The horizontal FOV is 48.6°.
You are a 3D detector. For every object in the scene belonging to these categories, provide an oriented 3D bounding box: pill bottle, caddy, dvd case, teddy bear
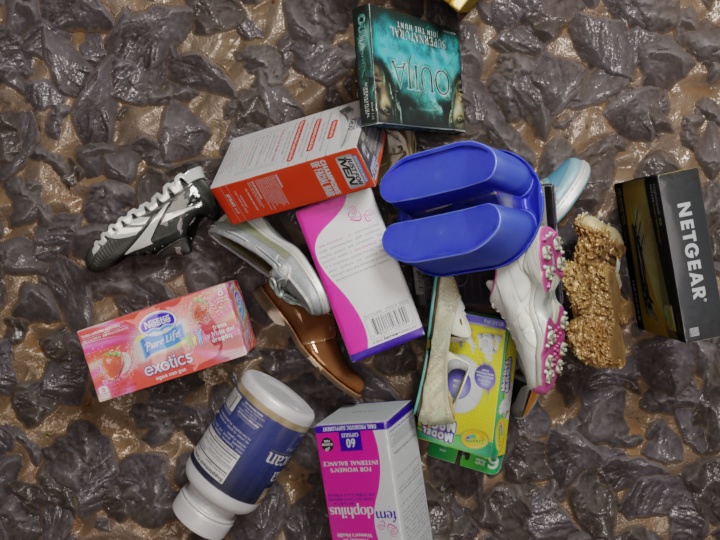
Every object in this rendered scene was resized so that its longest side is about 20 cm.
[{"bbox_3d":[-0.155,0.240,1.031,0.110,0.111,0.201,34,92,-1],"label":"pill bottle"},{"bbox_3d":[0.116,-0.070,0.940,0.198,0.104,0.143,-9,78,36],"label":"caddy"},{"bbox_3d":[0.151,-0.029,1.006,0.198,0.016,0.151,-1,105,28],"label":"dvd case"},{"bbox_3d":[0.299,0.026,1.028,0.066,0.144,0.203,-6,89,39],"label":"teddy bear"}]

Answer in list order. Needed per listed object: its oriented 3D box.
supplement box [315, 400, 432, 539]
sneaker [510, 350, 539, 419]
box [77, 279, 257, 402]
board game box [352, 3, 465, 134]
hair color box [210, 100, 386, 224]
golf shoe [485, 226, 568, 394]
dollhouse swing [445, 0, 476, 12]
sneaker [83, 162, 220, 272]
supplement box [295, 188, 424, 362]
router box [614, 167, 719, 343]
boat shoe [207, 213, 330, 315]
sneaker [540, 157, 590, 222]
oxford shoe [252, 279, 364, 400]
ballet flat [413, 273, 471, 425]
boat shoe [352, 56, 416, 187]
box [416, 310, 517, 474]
[{"bbox_3d":[0.020,0.280,1.019,0.100,0.103,0.203,-8,94,23],"label":"supplement box"},{"bbox_3d":[0.213,0.094,1.052,0.076,0.078,0.203,7,89,13],"label":"sneaker"},{"bbox_3d":[-0.244,0.087,1.031,0.198,0.103,0.096,-18,92,2],"label":"box"},{"bbox_3d":[0.065,-0.241,0.984,0.028,0.199,0.137,-3,94,38],"label":"board game box"},{"bbox_3d":[-0.074,-0.134,0.982,0.198,0.112,0.064,-13,128,22],"label":"hair color box"},{"bbox_3d":[0.199,0.047,0.961,0.091,0.075,0.203,2,99,35],"label":"golf shoe"},{"bbox_3d":[0.109,-0.454,0.985,0.200,0.182,0.176,40,112,-1],"label":"dollhouse swing"},{"bbox_3d":[-0.266,-0.047,1.042,0.199,0.066,0.091,-37,90,-1],"label":"sneaker"},{"bbox_3d":[0.000,0.000,1.027,0.100,0.103,0.202,-20,93,2],"label":"supplement box"},{"bbox_3d":[0.383,-0.020,1.001,0.052,0.157,0.203,-11,92,0],"label":"router box"},{"bbox_3d":[-0.113,-0.008,1.010,0.065,0.075,0.202,-39,66,-15],"label":"boat shoe"},{"bbox_3d":[0.195,-0.097,1.036,0.130,0.080,0.200,43,91,-3],"label":"sneaker"},{"bbox_3d":[-0.053,0.082,1.048,0.071,0.071,0.201,-39,90,-2],"label":"oxford shoe"},{"bbox_3d":[0.110,0.095,1.003,0.061,0.067,0.203,9,97,8],"label":"ballet flat"},{"bbox_3d":[0.033,-0.203,1.037,0.073,0.066,0.203,-4,96,8],"label":"boat shoe"},{"bbox_3d":[0.136,0.156,1.035,0.116,0.048,0.203,7,94,36],"label":"box"}]
